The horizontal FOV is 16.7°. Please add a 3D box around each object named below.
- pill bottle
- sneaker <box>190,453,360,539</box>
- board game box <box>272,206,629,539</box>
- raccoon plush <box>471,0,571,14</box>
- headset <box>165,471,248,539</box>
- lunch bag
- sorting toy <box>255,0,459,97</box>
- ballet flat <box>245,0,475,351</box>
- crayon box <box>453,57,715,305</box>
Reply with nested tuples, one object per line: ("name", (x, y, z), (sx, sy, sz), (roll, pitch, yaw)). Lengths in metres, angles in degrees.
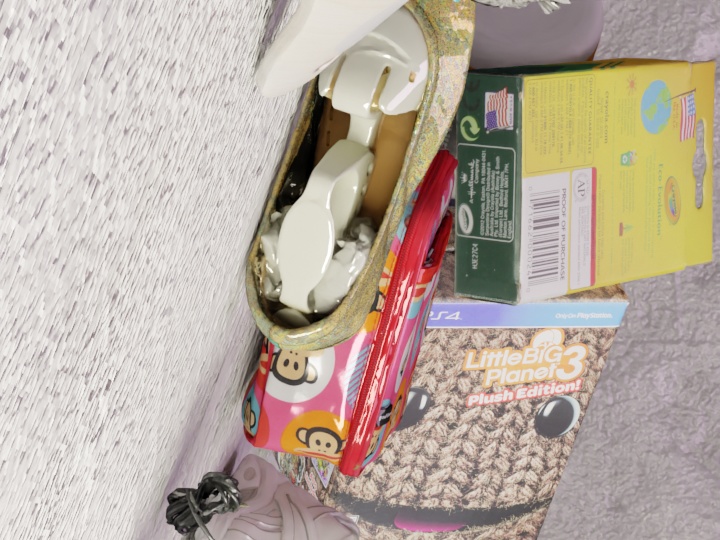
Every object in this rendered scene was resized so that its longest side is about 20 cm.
("pill bottle", (0.074, -0.101, 1.514), (0.201, 0.116, 0.117), (106, 5, -49))
("sneaker", (-0.041, 0.160, 1.275), (0.200, 0.099, 0.078), (-62, 171, -67))
("board game box", (0.051, 0.067, 1.508), (0.097, 0.158, 0.201), (-116, -146, -47))
("raccoon plush", (0.096, -0.185, 1.006), (0.097, 0.199, 0.135), (52, 51, -52))
("headset", (-0.067, 0.185, 1.022), (0.094, 0.123, 0.202), (-26, -122, 60))
("lunch bag", (0.000, 0.000, 1.275), (0.200, 0.081, 0.178), (-63, 167, -77))
("sorting toy", (0.023, -0.148, 0.884), (0.180, 0.106, 0.201), (-47, -166, 45))
("ballet flat", (-0.002, -0.057, 1.060), (0.071, 0.070, 0.201), (-55, 164, -76))
("crayon box", (0.132, -0.055, 1.405), (0.199, 0.051, 0.128), (-8, 102, -49))
